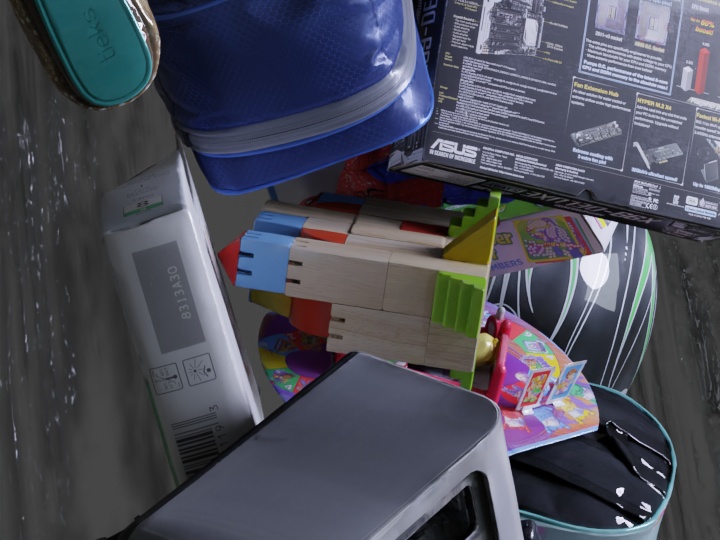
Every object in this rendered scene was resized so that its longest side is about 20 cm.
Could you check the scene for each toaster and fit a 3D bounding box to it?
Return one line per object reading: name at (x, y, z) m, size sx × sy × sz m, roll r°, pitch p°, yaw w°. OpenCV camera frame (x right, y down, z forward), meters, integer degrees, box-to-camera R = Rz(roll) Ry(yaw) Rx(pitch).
toaster at (-0.011, 0.159, 0.975) m, size 0.200 × 0.118 × 0.182 m, roll -36°, pitch 124°, yaw -40°

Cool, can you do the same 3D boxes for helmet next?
helmet at (0.111, 0.015, 1.506) m, size 0.200 × 0.199 × 0.192 m, roll -40°, pitch 141°, yaw -74°

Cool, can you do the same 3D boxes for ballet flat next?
ballet flat at (-0.146, -0.163, 0.968) m, size 0.065 × 0.070 × 0.201 m, roll -130°, pitch -160°, yaw -58°

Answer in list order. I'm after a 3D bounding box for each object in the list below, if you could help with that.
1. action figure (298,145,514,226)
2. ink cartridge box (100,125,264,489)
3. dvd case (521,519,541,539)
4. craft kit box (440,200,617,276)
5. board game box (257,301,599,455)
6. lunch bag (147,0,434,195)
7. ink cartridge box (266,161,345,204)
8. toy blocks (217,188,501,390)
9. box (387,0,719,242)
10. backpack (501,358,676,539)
action figure at (0.060, -0.056, 1.271) m, size 0.052 × 0.199 × 0.066 m, roll -97°, pitch 172°, yaw -66°
ink cartridge box at (-0.086, 0.026, 1.097) m, size 0.200 × 0.050 × 0.162 m, roll -118°, pitch -168°, yaw -74°
dvd case at (0.055, 0.225, 1.244) m, size 0.018 × 0.142 × 0.201 m, roll -75°, pitch 150°, yaw -53°
craft kit box at (0.094, -0.073, 1.410) m, size 0.049 × 0.199 × 0.198 m, roll 56°, pitch 44°, yaw -25°
board game box at (0.042, 0.043, 1.248) m, size 0.199 × 0.158 × 0.039 m, roll -11°, pitch 130°, yaw -39°
lunch bag at (-0.043, -0.139, 1.152) m, size 0.200 × 0.135 × 0.133 m, roll -96°, pitch 169°, yaw -53°
ink cartridge box at (-0.011, -0.117, 1.377) m, size 0.200 × 0.084 × 0.145 m, roll -79°, pitch 154°, yaw -57°
toy blocks at (0.000, 0.000, 1.177) m, size 0.200 × 0.136 × 0.100 m, roll -65°, pitch 163°, yaw -76°
box at (0.124, -0.113, 1.213) m, size 0.050 × 0.199 × 0.158 m, roll 170°, pitch -71°, yaw -69°
backpack at (0.080, 0.134, 1.303) m, size 0.176 × 0.199 × 0.154 m, roll -72°, pitch 169°, yaw -63°
